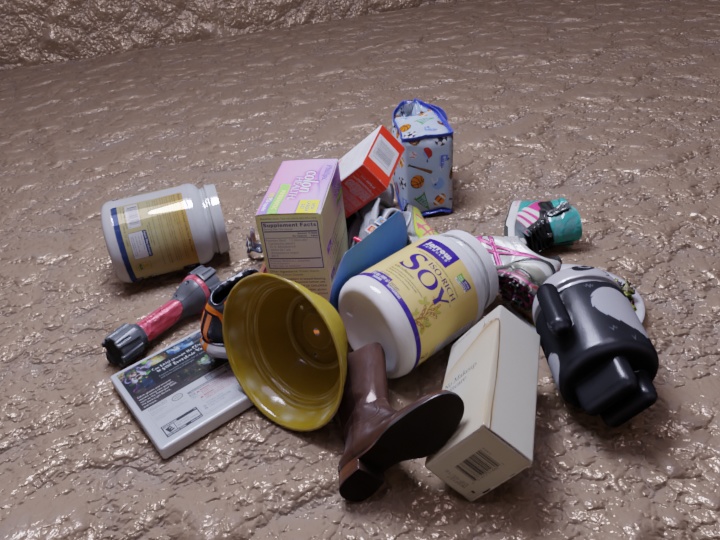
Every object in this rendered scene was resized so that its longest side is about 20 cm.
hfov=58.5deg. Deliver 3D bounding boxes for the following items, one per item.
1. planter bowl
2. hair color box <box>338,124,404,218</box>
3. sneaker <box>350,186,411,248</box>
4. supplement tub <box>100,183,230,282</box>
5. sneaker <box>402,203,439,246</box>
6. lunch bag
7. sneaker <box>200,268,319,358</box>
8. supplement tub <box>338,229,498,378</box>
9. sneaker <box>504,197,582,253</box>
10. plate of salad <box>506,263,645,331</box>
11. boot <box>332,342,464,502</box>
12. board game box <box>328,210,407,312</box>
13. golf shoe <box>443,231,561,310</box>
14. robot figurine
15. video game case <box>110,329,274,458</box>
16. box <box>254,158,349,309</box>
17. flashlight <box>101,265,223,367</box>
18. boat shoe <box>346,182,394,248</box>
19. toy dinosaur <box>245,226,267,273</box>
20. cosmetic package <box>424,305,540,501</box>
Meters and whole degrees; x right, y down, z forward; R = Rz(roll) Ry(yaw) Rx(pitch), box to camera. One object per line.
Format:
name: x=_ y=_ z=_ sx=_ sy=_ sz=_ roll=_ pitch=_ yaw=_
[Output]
planter bowl: x=-0.076 y=0.090 z=0.807 sx=0.198 sy=0.205 sz=0.083 roll=17 pitch=26 yaw=32
hair color box: x=-0.021 y=-0.147 z=1.098 sx=0.199 sy=0.064 sz=0.112 roll=-29 pitch=28 yaw=44
sneaker: x=0.039 y=-0.096 z=1.083 sx=0.074 sy=0.115 sz=0.203 roll=22 pitch=55 yaw=-17
supplement tub: x=-0.340 y=-0.070 z=1.133 sx=0.196 sy=0.147 sz=0.145 roll=-15 pitch=34 yaw=-13
sneaker: x=0.107 y=-0.042 z=1.089 sx=0.088 sy=0.079 sz=0.202 roll=11 pitch=33 yaw=-10
lunch bag: x=0.116 y=-0.226 z=1.265 sx=0.121 sy=0.173 sz=0.201 roll=-7 pitch=32 yaw=-7
sneaker: x=-0.117 y=0.062 z=0.886 sx=0.196 sy=0.114 sz=0.078 roll=3 pitch=21 yaw=-26
supplement tub: x=0.082 y=0.040 z=0.890 sx=0.198 sy=0.148 sz=0.144 roll=-30 pitch=39 yaw=-31
sneaker: x=0.306 y=-0.061 z=1.069 sx=0.118 sy=0.085 sz=0.201 roll=-4 pitch=31 yaw=22
plate of salad: x=0.314 y=0.038 z=0.944 sx=0.195 sy=0.049 sz=0.201 roll=-5 pitch=33 yaw=3
boot: x=0.031 y=0.140 z=0.757 sx=0.186 sy=0.064 sz=0.201 roll=-41 pitch=25 yaw=20
board game box: x=0.000 y=0.000 z=0.949 sx=0.038 sy=0.160 sz=0.199 roll=26 pitch=44 yaw=26
golf shoe: x=0.203 y=-0.015 z=0.956 sx=0.092 sy=0.073 sz=0.199 roll=-41 pitch=47 yaw=-21
robot figurine: x=0.286 y=0.085 z=0.788 sx=0.122 sy=0.152 sz=0.202 roll=-11 pitch=41 yaw=5
video game case: x=-0.221 y=0.150 z=0.892 sx=0.198 sy=0.024 sz=0.181 roll=-29 pitch=40 yaw=-29
box: x=-0.080 y=-0.041 z=0.992 sx=0.094 sy=0.203 sz=0.177 roll=0 pitch=34 yaw=8
flashlight: x=-0.298 y=0.067 z=0.988 sx=0.067 sy=0.069 sz=0.200 roll=12 pitch=36 yaw=34
boat shoe: x=0.008 y=-0.107 z=1.200 sx=0.056 sy=0.070 sz=0.201 roll=9 pitch=38 yaw=23
toy dinosaur: x=-0.118 y=-0.058 z=1.175 sx=0.178 sy=0.105 sz=0.204 roll=-6 pitch=66 yaw=-19
cosmetic package: x=0.146 y=0.147 z=0.742 sx=0.073 sy=0.104 sz=0.201 roll=36 pitch=36 yaw=-9
